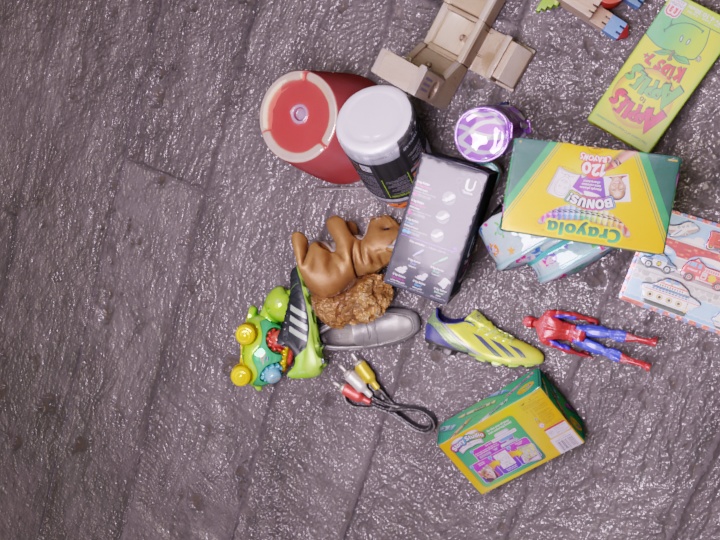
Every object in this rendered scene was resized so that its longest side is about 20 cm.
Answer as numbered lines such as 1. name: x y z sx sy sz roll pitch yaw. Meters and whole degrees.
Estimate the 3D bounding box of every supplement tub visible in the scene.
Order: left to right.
1. supplement tub: 0.047 -0.184 1.001 0.122 0.200 0.123 -6 67 15

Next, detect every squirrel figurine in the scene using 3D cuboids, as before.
1. squirrel figurine: 0.000 0.000 1.094 0.186 0.142 0.201 -16 71 7

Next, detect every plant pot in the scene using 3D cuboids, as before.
1. plant pot: -0.064 -0.247 1.074 0.199 0.177 0.202 2 95 23

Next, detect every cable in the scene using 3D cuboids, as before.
1. cable: 0.037 0.240 1.143 0.200 0.050 0.097 38 109 18

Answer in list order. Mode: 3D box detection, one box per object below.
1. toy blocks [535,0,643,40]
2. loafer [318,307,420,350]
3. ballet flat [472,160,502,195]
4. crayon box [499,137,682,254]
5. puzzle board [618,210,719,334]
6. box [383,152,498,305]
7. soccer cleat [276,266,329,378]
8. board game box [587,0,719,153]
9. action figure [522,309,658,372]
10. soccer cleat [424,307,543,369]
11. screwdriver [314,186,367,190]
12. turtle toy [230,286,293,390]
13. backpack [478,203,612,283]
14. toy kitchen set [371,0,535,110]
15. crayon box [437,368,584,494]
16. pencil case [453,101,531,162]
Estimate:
1. toy blocks: 0.369 -0.433 0.921 0.136 0.100 0.201 34 108 5
2. loafer: 0.008 0.109 1.133 0.199 0.070 0.070 -14 89 24
3. ballet flat: 0.153 -0.106 1.049 0.200 0.068 0.068 -43 80 21
4. crayon box: 0.286 -0.094 0.814 0.199 0.058 0.120 10 94 13
5. puzzle board: 0.503 0.007 0.934 0.199 0.017 0.152 22 103 21
6. box: 0.123 -0.066 0.963 0.106 0.122 0.201 20 106 14
7. soccer cleat: -0.111 0.090 1.122 0.081 0.068 0.201 -14 72 9
8. board game box: 0.432 -0.278 0.922 0.101 0.048 0.201 36 108 16
9. action figure: 0.349 0.104 0.994 0.199 0.052 0.066 15 95 27
10. soccer cleat: 0.203 0.110 1.052 0.199 0.065 0.084 11 88 21
11. screwdriver: 0.010 -0.147 1.136 0.199 0.029 0.028 1 96 27
12. turtle toy: -0.170 0.127 1.187 0.100 0.146 0.201 9 96 2
13. backpack: 0.280 -0.064 0.938 0.199 0.177 0.151 -24 84 16
14. toy kitchen set: 0.158 -0.340 0.965 0.163 0.180 0.201 34 108 16
15. crayon box: 0.237 0.260 1.025 0.200 0.058 0.119 -36 101 23
16. pencil case: 0.200 -0.206 0.954 0.085 0.200 0.084 6 108 21
